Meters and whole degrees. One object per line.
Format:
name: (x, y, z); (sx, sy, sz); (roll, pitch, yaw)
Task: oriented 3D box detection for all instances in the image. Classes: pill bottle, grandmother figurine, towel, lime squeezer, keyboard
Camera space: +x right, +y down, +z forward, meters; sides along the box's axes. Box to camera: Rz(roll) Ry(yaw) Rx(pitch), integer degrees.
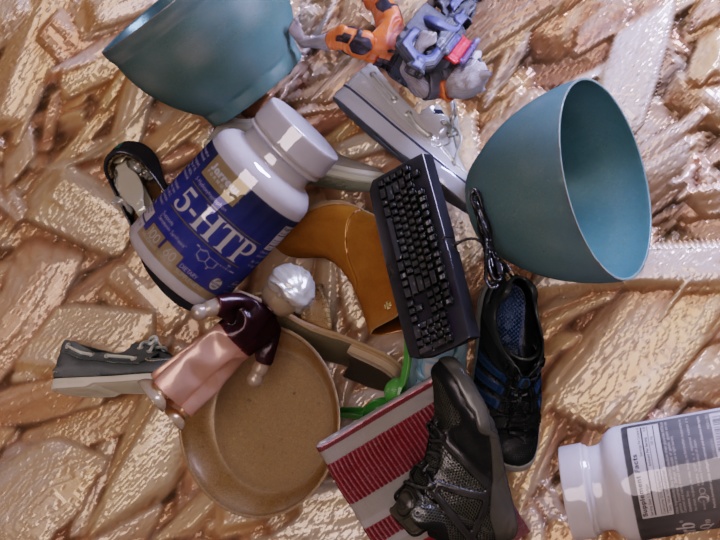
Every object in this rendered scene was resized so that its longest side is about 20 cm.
pill bottle: (0.300, 0.202, 1.673); (0.200, 0.116, 0.116); (-11, 86, 10)
pill bottle: (-0.122, -0.070, 1.694); (0.120, 0.120, 0.200); (45, 100, 9)
grandmother figurine: (-0.127, 0.066, 1.700); (0.200, 0.121, 0.061); (-41, 49, -3)
towel: (0.063, 0.220, 1.716); (0.144, 0.023, 0.200); (-31, 105, -2)
lime squeezer: (0.019, 0.121, 1.734); (0.071, 0.038, 0.200); (47, 135, -2)
keyboard: (0.077, -0.022, 1.641); (0.127, 0.021, 0.200); (-25, 65, 25)

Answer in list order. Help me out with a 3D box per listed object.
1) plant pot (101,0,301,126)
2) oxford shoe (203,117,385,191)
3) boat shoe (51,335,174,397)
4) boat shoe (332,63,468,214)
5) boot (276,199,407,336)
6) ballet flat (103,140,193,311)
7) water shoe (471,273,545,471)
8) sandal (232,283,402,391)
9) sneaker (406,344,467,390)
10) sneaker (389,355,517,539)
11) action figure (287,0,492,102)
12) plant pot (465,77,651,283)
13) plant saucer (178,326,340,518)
plant pot: (-0.145, -0.233, 1.744); (0.200, 0.200, 0.134); (-37, 104, 7)
oxford shoe: (-0.065, -0.124, 1.776); (0.200, 0.075, 0.058); (14, 79, 12)
boat shoe: (-0.234, 0.096, 1.787); (0.200, 0.073, 0.062); (-5, 72, 24)
boat shoe: (0.072, -0.143, 1.756); (0.202, 0.075, 0.086); (41, 85, 16)
boot: (0.001, 0.000, 1.722); (0.201, 0.071, 0.144); (-16, 62, 25)
ballet flat: (-0.216, -0.046, 1.800); (0.073, 0.073, 0.200); (-27, 84, 8)
water shoe: (0.149, 0.103, 1.714); (0.071, 0.079, 0.200); (-4, 87, -11)
sandal: (-0.046, 0.049, 1.778); (0.212, 0.078, 0.070); (26, 61, 3)
sneaker: (0.073, 0.102, 1.734); (0.074, 0.082, 0.200); (-2, 88, 11)
sneaker: (0.079, 0.186, 1.661); (0.114, 0.076, 0.200); (-17, 110, -12)
action figure: (0.053, -0.238, 1.736); (0.193, 0.200, 0.105); (32, 134, 14)
plant pot: (0.183, -0.076, 1.680); (0.135, 0.200, 0.200); (-13, 85, 31)
plant saucer: (-0.098, 0.155, 1.764); (0.200, 0.035, 0.200); (-3, 84, 30)
